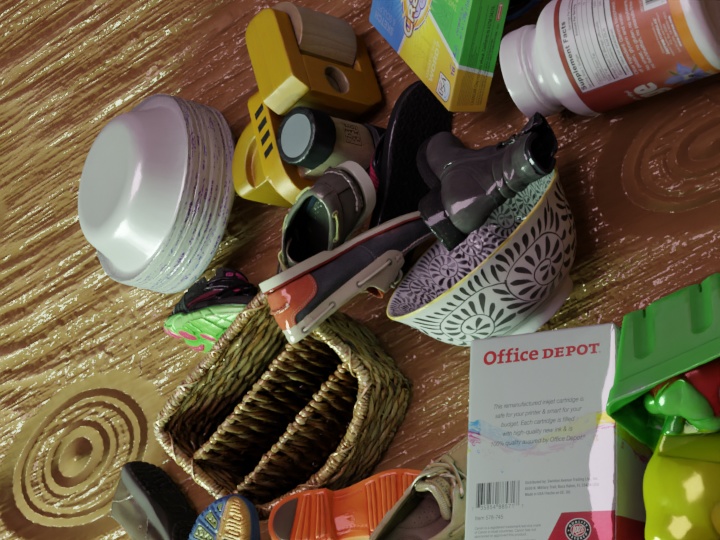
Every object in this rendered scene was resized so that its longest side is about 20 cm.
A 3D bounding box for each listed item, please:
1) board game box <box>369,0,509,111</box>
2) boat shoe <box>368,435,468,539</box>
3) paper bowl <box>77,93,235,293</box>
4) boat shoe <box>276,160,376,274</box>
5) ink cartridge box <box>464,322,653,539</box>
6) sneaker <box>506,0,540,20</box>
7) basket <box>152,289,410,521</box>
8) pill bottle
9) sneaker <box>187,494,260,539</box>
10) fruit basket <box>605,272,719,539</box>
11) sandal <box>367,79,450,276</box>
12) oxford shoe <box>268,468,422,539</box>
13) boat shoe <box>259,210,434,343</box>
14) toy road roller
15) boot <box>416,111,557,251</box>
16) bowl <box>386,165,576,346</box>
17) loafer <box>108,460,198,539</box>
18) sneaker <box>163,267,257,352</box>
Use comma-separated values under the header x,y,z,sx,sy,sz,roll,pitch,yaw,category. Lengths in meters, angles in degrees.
x,y,z,sx,sy,sz,roll,pitch,yaw,category
0.075,-0.263,1.766,0.200,0.040,0.154,-126,40,-51,board game box
0.078,0.203,1.645,0.071,0.065,0.200,34,71,24,boat shoe
-0.219,-0.084,1.927,0.200,0.104,0.202,-28,54,49,paper bowl
-0.048,-0.025,1.793,0.072,0.060,0.202,49,141,17,boat shoe
0.184,0.159,1.567,0.144,0.144,0.202,-7,72,35,ink cartridge box
0.175,-0.318,1.755,0.200,0.083,0.071,-44,56,17,sneaker
-0.070,0.138,1.760,0.200,0.149,0.143,-48,54,14,basket
0.229,-0.204,1.664,0.199,0.112,0.113,-18,66,32,pill bottle
-0.116,0.304,1.762,0.075,0.088,0.202,19,106,41,sneaker
0.286,0.137,1.462,0.155,0.215,0.217,-26,62,27,fruit basket
0.034,-0.090,1.802,0.045,0.075,0.202,12,86,49,sandal
0.019,0.231,1.724,0.198,0.073,0.072,-6,60,16,oxford shoe
0.000,0.000,1.712,0.063,0.199,0.071,63,150,1,boat shoe
-0.064,-0.150,1.862,0.146,0.122,0.201,-34,59,37,toy road roller
0.122,-0.099,1.701,0.131,0.070,0.200,-36,23,16,boot
0.127,0.006,1.666,0.200,0.201,0.094,-39,101,21,bowl
-0.187,0.278,1.863,0.071,0.073,0.200,-58,47,21,loafer
-0.137,0.034,1.857,0.200,0.076,0.084,-1,61,61,sneaker
